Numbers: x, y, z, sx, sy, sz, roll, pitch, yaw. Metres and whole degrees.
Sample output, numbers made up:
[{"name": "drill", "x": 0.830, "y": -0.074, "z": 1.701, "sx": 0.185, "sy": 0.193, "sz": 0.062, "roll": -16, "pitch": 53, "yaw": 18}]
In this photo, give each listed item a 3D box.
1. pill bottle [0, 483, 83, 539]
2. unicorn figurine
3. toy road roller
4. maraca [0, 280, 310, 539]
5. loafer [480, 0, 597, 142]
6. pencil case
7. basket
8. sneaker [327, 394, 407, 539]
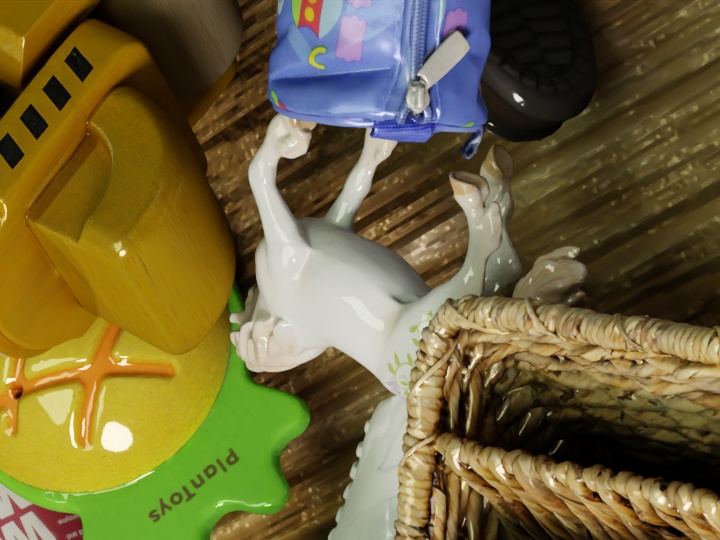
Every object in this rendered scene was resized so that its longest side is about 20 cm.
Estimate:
[{"name": "pill bottle", "x": -0.147, "y": 0.150, "z": 1.328, "sx": 0.110, "sy": 0.110, "sz": 0.200, "roll": -47, "pitch": 69, "yaw": 35}, {"name": "unicorn figurine", "x": 0.000, "y": 0.000, "z": 1.157, "sx": 0.200, "sy": 0.074, "sz": 0.138, "roll": 42, "pitch": 130, "yaw": 46}, {"name": "toy road roller", "x": -0.099, "y": -0.054, "z": 1.191, "sx": 0.146, "sy": 0.123, "sz": 0.200, "roll": 27, "pitch": 70, "yaw": 29}, {"name": "maraca", "x": -0.104, "y": 0.048, "z": 1.265, "sx": 0.137, "sy": 0.107, "sz": 0.200, "roll": -41, "pitch": 56, "yaw": 0}, {"name": "loafer", "x": 0.016, "y": -0.105, "z": 1.180, "sx": 0.200, "sy": 0.073, "sz": 0.071, "roll": 43, "pitch": 129, "yaw": 34}, {"name": "pencil case", "x": 0.016, "y": -0.139, "z": 1.037, "sx": 0.087, "sy": 0.078, "sz": 0.200, "roll": -139, "pitch": 52, "yaw": -61}, {"name": "basket", "x": 0.093, "y": 0.109, "z": 1.012, "sx": 0.200, "sy": 0.149, "sz": 0.143, "roll": 11, "pitch": 63, "yaw": 51}, {"name": "sneaker", "x": 0.023, "y": 0.104, "z": 1.216, "sx": 0.200, "sy": 0.076, "sz": 0.081, "roll": -55, "pitch": 52, "yaw": 28}]
